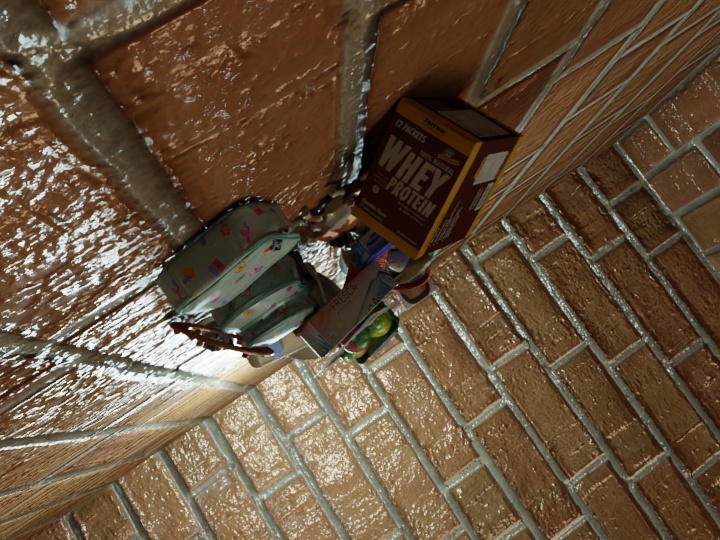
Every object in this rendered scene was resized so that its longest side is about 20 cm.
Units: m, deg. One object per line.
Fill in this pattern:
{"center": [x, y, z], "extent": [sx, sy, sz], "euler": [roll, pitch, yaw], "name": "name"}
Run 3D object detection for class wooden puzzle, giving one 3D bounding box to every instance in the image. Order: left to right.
{"center": [-0.159, 0.100, 1.273], "extent": [0.199, 0.186, 0.046], "euler": [-21, -150, -6], "name": "wooden puzzle"}

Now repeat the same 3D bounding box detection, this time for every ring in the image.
{"center": [-0.258, 0.132, 1.165], "extent": [0.200, 0.199, 0.019], "euler": [29, 79, -80], "name": "ring"}

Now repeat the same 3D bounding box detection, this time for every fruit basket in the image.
{"center": [0.003, 0.141, 1.295], "extent": [0.185, 0.094, 0.200], "euler": [-48, 175, 21], "name": "fruit basket"}

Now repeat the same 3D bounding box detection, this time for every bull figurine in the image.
{"center": [-0.023, -0.112, 1.071], "extent": [0.200, 0.065, 0.121], "euler": [-42, 165, 29], "name": "bull figurine"}

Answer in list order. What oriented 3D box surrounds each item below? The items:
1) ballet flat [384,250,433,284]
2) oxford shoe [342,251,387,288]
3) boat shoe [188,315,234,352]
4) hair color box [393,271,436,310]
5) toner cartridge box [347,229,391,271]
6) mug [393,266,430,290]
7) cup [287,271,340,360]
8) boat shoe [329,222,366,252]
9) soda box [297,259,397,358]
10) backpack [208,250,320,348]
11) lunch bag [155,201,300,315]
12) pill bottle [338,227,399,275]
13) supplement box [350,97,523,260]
{"center": [0.071, -0.004, 1.346], "extent": [0.072, 0.068, 0.200], "euler": [21, 146, -26], "name": "ballet flat"}
{"center": [0.000, 0.000, 1.331], "extent": [0.073, 0.071, 0.201], "euler": [-100, -149, -55], "name": "oxford shoe"}
{"center": [-0.313, 0.142, 1.348], "extent": [0.072, 0.065, 0.200], "euler": [-33, 171, -1], "name": "boat shoe"}
{"center": [0.113, -0.001, 1.723], "extent": [0.101, 0.201, 0.061], "euler": [-35, 175, 3], "name": "hair color box"}
{"center": [0.068, -0.084, 1.220], "extent": [0.200, 0.043, 0.095], "euler": [-40, 174, -23], "name": "toner cartridge box"}
{"center": [0.080, -0.019, 1.633], "extent": [0.199, 0.178, 0.133], "euler": [-31, 174, 9], "name": "mug"}
{"center": [-0.125, 0.077, 1.389], "extent": [0.200, 0.200, 0.144], "euler": [-33, 146, -11], "name": "cup"}
{"center": [-0.035, -0.079, 1.247], "extent": [0.071, 0.073, 0.200], "euler": [-3, 173, -8], "name": "boat shoe"}
{"center": [-0.022, 0.069, 1.152], "extent": [0.200, 0.068, 0.064], "euler": [-43, 177, -35], "name": "soda box"}
{"center": [-0.173, 0.047, 1.095], "extent": [0.175, 0.154, 0.200], "euler": [-32, 163, 8], "name": "backpack"}
{"center": [-0.185, -0.018, 0.923], "extent": [0.200, 0.077, 0.160], "euler": [-37, 171, 14], "name": "lunch bag"}
{"center": [0.026, -0.056, 1.405], "extent": [0.109, 0.110, 0.200], "euler": [-28, 169, -37], "name": "pill bottle"}
{"center": [0.121, -0.150, 0.976], "extent": [0.200, 0.133, 0.198], "euler": [-22, 143, -55], "name": "supplement box"}
